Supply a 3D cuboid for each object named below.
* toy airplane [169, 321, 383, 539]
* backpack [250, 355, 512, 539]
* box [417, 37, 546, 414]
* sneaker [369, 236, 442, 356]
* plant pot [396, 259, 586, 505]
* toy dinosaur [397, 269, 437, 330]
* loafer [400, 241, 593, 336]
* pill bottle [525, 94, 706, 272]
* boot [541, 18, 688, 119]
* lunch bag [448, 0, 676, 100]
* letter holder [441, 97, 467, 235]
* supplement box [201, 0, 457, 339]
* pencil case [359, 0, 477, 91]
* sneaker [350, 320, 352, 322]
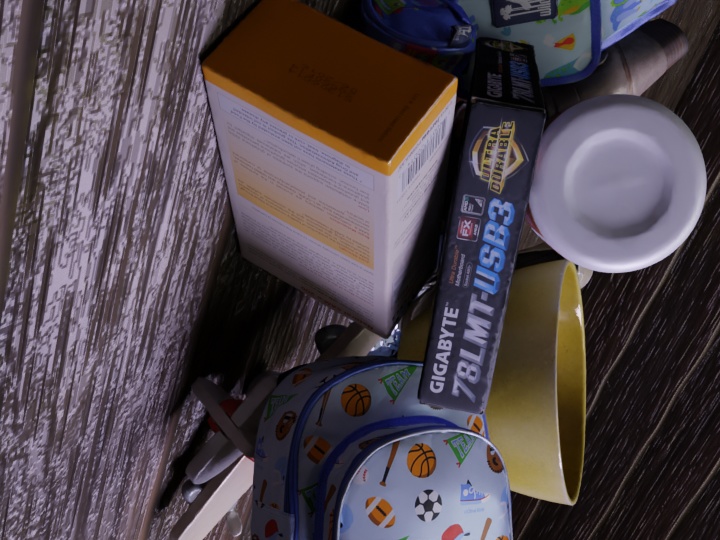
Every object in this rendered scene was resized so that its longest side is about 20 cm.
[{"bbox_3d":[-0.066,0.129,0.787,0.199,0.141,0.200,-13,125,-21],"label":"toy airplane"},{"bbox_3d":[0.012,0.154,0.671,0.199,0.154,0.192,-3,84,-33],"label":"backpack"},{"bbox_3d":[0.082,-0.040,0.653,0.199,0.049,0.202,-73,172,-65],"label":"box"},{"bbox_3d":[0.067,0.041,1.057,0.201,0.084,0.075,-61,163,6],"label":"sneaker"},{"bbox_3d":[0.111,0.092,0.824,0.200,0.141,0.202,-1,90,-71],"label":"plant pot"},{"bbox_3d":[0.039,0.029,0.992,0.088,0.048,0.201,6,127,-33],"label":"toy dinosaur"},{"bbox_3d":[0.127,0.020,0.921,0.199,0.076,0.068,-28,169,4],"label":"loafer"},{"bbox_3d":[0.168,-0.064,0.693,0.113,0.112,0.200,-62,179,8],"label":"pill bottle"},{"bbox_3d":[0.181,-0.185,0.848,0.145,0.200,0.071,-26,115,-8],"label":"boot"},{"bbox_3d":[0.139,-0.239,0.718,0.199,0.128,0.171,-32,142,-12],"label":"lunch bag"},{"bbox_3d":[0.095,-0.102,0.881,0.143,0.100,0.200,-63,163,4],"label":"letter holder"},{"bbox_3d":[-0.016,-0.057,0.599,0.074,0.125,0.200,-53,162,-25],"label":"supplement box"},{"bbox_3d":[0.028,-0.109,0.705,0.086,0.078,0.201,-3,137,-17],"label":"pencil case"},{"bbox_3d":[0.000,0.000,0.864,0.200,0.084,0.073,125,-27,-67],"label":"sneaker"}]
